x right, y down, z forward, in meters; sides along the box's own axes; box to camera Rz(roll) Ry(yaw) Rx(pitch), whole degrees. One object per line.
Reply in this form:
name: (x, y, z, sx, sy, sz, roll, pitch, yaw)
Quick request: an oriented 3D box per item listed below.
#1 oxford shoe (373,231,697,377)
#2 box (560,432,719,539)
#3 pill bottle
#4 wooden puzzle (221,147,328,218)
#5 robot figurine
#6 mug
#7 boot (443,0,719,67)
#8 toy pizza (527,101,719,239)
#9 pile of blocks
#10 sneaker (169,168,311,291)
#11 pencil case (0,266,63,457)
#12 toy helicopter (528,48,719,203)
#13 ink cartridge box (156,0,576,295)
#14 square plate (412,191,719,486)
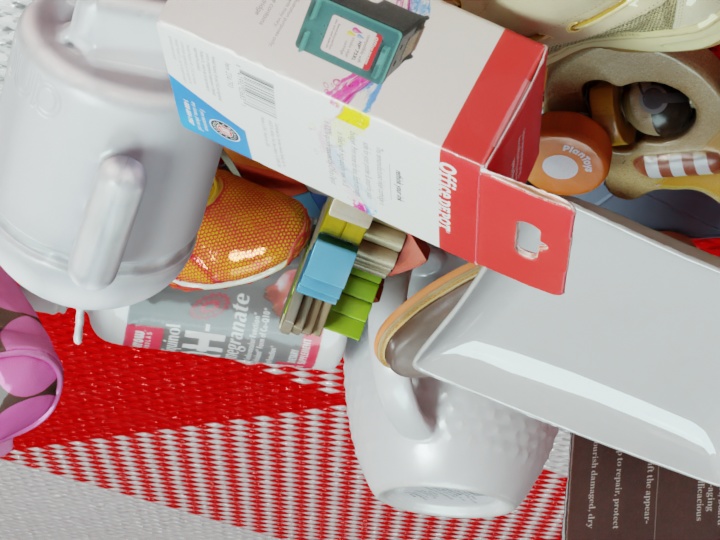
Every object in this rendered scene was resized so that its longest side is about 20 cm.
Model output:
oxford shoe: (0.108, 0.033, 1.400, 0.200, 0.073, 0.071, -14, 140, -5)
box: (0.273, 0.145, 1.765, 0.200, 0.165, 0.166, -6, 159, 33)
pill bottle: (-0.105, -0.004, 1.494, 0.200, 0.111, 0.111, 8, 163, -6)
wooden puzzle: (-0.008, -0.058, 1.360, 0.185, 0.037, 0.200, 13, 167, 20)
robot figurine: (-0.127, -0.063, 1.220, 0.113, 0.170, 0.200, 12, 123, -10)
mug: (0.051, 0.053, 1.520, 0.147, 0.176, 0.200, -2, 161, 22)
boot: (0.053, -0.144, 1.059, 0.200, 0.073, 0.155, 0, 159, 40)
toy pizza: (0.149, -0.062, 1.359, 0.200, 0.032, 0.200, 8, 165, 2)
pile of blocks: (0.000, 0.000, 1.341, 0.062, 0.082, 0.200, 19, 163, -3)
sneaker: (-0.121, -0.042, 1.382, 0.200, 0.073, 0.077, 14, 150, 24)
pencil case: (-0.251, 0.017, 1.462, 0.091, 0.200, 0.094, -19, 142, -17)
toy helicopter: (0.182, -0.062, 1.216, 0.200, 0.079, 0.132, 35, 137, -25)
ink cartridge box: (0.015, -0.073, 1.089, 0.200, 0.067, 0.116, 25, 163, 10)
square plate: (0.149, 0.035, 1.312, 0.198, 0.028, 0.200, 22, 146, -6)
